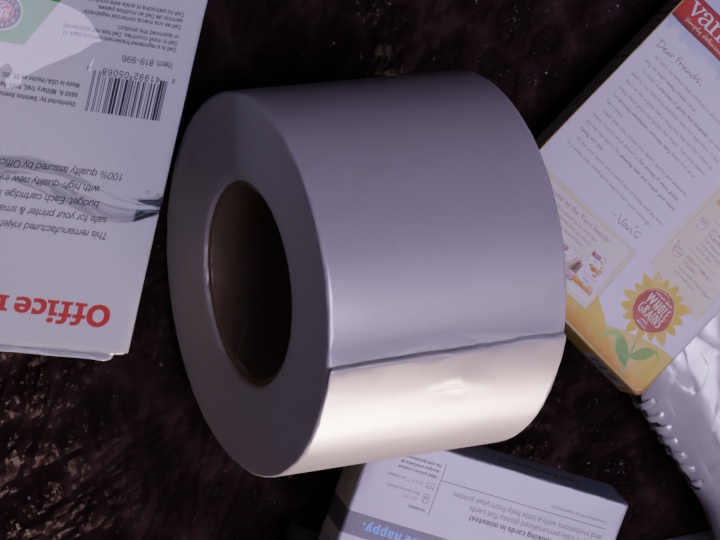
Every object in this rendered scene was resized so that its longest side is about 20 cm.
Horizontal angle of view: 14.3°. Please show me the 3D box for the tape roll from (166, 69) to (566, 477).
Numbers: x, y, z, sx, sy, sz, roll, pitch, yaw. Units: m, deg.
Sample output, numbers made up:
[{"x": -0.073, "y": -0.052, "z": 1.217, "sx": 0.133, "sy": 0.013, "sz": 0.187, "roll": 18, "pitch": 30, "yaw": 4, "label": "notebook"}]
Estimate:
[{"x": 0.000, "y": 0.000, "z": 1.502, "sx": 0.139, "sy": 0.203, "sz": 0.203, "roll": -7, "pitch": 110, "yaw": -27, "label": "tape roll"}]

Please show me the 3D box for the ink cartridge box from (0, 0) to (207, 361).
[{"x": -0.175, "y": -0.065, "z": 1.453, "sx": 0.146, "sy": 0.083, "sz": 0.201, "roll": 8, "pitch": 102, "yaw": -31, "label": "ink cartridge box"}]

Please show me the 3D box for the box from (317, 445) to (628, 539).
[{"x": 0.043, "y": 0.196, "z": 1.611, "sx": 0.155, "sy": 0.041, "sz": 0.201, "roll": 18, "pitch": 100, "yaw": -15, "label": "box"}]

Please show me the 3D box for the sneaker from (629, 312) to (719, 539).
[{"x": 0.201, "y": 0.083, "z": 1.723, "sx": 0.080, "sy": 0.076, "sz": 0.201, "roll": -16, "pitch": 107, "yaw": -15, "label": "sneaker"}]

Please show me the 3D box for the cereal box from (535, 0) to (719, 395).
[{"x": 0.174, "y": -0.048, "z": 1.647, "sx": 0.200, "sy": 0.040, "sz": 0.144, "roll": -45, "pitch": 98, "yaw": -8, "label": "cereal box"}]

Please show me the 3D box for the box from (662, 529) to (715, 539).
[{"x": 0.197, "y": 0.269, "z": 1.784, "sx": 0.116, "sy": 0.060, "sz": 0.201, "roll": -8, "pitch": 111, "yaw": -26, "label": "box"}]

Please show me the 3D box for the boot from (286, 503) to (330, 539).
[{"x": 0.043, "y": 0.195, "z": 1.671, "sx": 0.199, "sy": 0.072, "sz": 0.145, "roll": 5, "pitch": 103, "yaw": -26, "label": "boot"}]
